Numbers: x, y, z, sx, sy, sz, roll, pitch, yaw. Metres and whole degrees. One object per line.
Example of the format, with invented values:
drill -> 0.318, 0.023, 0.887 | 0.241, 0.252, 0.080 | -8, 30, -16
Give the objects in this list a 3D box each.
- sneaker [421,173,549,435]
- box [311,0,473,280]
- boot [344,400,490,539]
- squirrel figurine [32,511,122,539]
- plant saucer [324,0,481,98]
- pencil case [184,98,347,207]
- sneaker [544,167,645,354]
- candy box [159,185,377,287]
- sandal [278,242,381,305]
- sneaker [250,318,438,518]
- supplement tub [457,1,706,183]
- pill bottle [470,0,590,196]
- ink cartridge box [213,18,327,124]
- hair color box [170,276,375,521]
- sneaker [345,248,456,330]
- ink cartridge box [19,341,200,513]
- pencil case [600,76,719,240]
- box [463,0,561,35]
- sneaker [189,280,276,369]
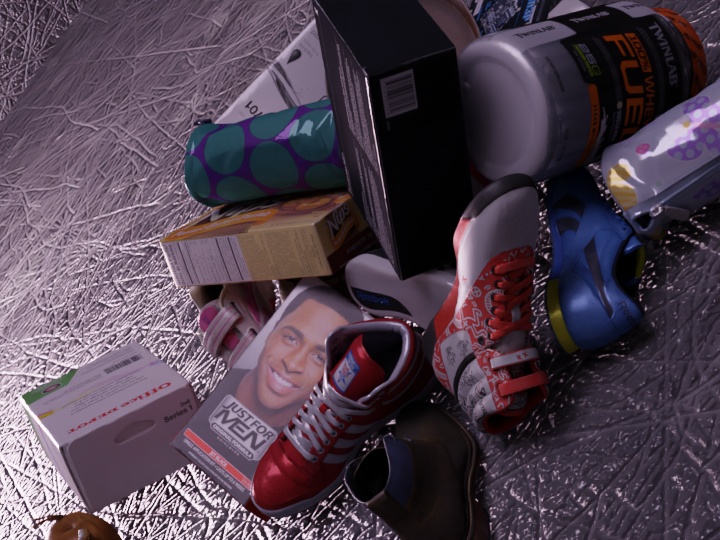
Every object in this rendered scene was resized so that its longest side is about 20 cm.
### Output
sneaker -> 0.109, 0.033, 0.983 | 0.108, 0.067, 0.202 | 57, 146, 34
box -> 0.029, -0.117, 1.090 | 0.078, 0.201, 0.141 | -20, 41, -11
boot -> 0.037, 0.141, 1.012 | 0.075, 0.097, 0.200 | -43, 26, 13
squirrel figurine -> -0.292, 0.327, 1.262 | 0.186, 0.142, 0.200 | -37, 40, -1
plant saucer -> 0.050, -0.207, 1.403 | 0.200, 0.201, 0.032 | -30, -13, 32
pencil case -> -0.070, -0.112, 1.260 | 0.199, 0.086, 0.092 | -6, 15, 34
sneaker -> 0.189, -0.018, 1.048 | 0.078, 0.066, 0.201 | -22, 35, 25
candy box -> -0.078, -0.035, 1.269 | 0.199, 0.056, 0.115 | -5, 21, 39
sandal -> 0.000, 0.000, 1.312 | 0.199, 0.054, 0.081 | -25, 66, 34
sneaker -> -0.023, 0.116, 1.097 | 0.200, 0.113, 0.071 | -43, 66, -5
supplement tub -> 0.180, -0.148, 1.086 | 0.199, 0.123, 0.122 | -21, 10, -33
pill bottle -> 0.150, -0.149, 1.229 | 0.200, 0.111, 0.111 | -47, 26, 1
ink cartridge box -> -0.050, -0.170, 1.511 | 0.200, 0.146, 0.086 | -45, -10, 5
hair color box -> -0.066, 0.112, 1.206 | 0.101, 0.061, 0.200 | 34, 80, 27
sneaker -> 0.089, 0.007, 1.153 | 0.112, 0.073, 0.200 | -31, 36, -32
ink cartridge box -> -0.256, 0.158, 1.402 | 0.144, 0.084, 0.200 | -26, 19, -19
pencil case -> 0.275, -0.103, 0.999 | 0.200, 0.083, 0.091 | -35, 8, 23
box -> 0.155, -0.258, 1.448 | 0.159, 0.046, 0.201 | -23, 35, 41
sneaker -> -0.115, 0.067, 1.314 | 0.082, 0.088, 0.200 | -59, 42, 21
